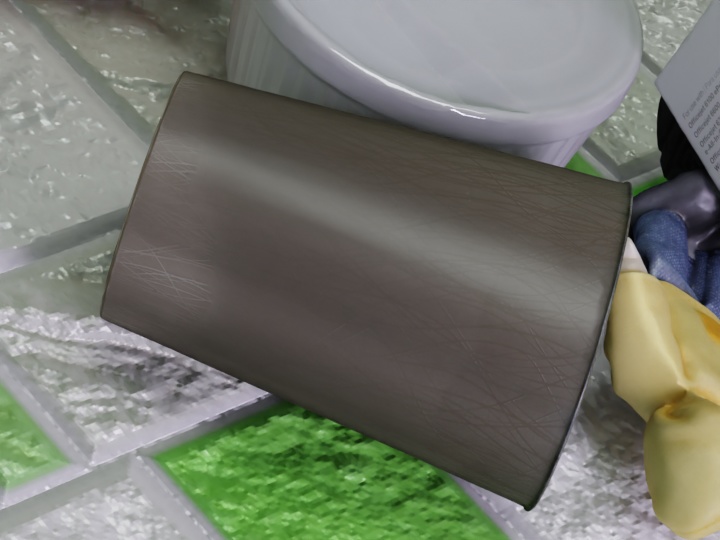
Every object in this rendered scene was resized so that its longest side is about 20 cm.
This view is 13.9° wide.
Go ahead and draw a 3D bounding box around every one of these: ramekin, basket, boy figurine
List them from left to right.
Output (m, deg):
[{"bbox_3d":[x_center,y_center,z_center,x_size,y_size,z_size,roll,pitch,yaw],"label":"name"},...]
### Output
[{"bbox_3d":[0.000,0.000,1.263,0.199,0.136,0.180,18,28,-2],"label":"basket"},{"bbox_3d":[0.026,-0.106,1.420,0.202,0.094,0.203,15,40,-13],"label":"ramekin"},{"bbox_3d":[0.149,0.037,1.326,0.124,0.064,0.200,48,24,-26],"label":"boy figurine"}]

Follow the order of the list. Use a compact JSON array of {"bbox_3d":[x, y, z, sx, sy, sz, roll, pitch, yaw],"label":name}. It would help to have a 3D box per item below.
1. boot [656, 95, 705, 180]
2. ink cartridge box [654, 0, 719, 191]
[{"bbox_3d":[0.255,-0.028,1.459,0.158,0.079,0.211,-21,67,-33],"label":"boot"},{"bbox_3d":[0.252,-0.046,1.364,0.145,0.084,0.200,-16,65,-31],"label":"ink cartridge box"}]
